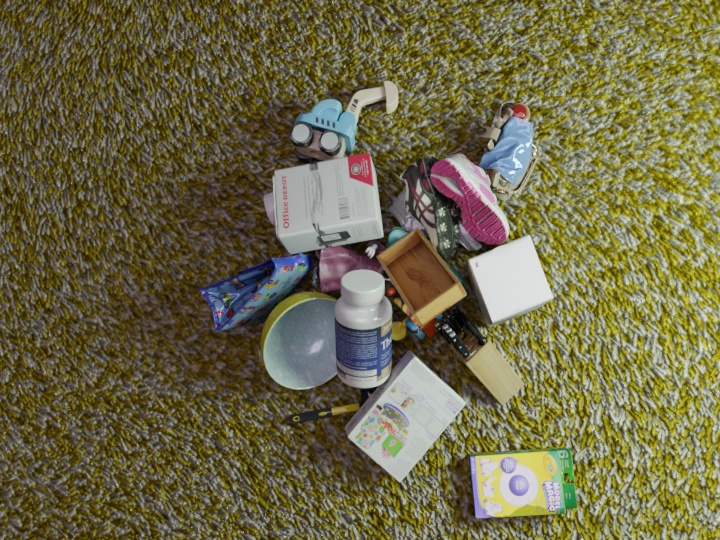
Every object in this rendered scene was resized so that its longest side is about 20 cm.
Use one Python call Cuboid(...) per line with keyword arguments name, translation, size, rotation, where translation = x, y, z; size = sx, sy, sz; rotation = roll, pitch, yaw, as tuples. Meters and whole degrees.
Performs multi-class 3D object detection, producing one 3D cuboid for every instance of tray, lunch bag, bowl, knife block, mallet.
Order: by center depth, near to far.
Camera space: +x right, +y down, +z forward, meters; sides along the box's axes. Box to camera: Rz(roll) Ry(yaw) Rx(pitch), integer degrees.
Cuboid(name="tray", translation=(0.106, 0.008, 1.266), size=(0.098, 0.037, 0.201), rotation=(-34, 35, 3))
Cuboid(name="knife block", translation=(0.223, 0.160, 1.308), size=(0.064, 0.176, 0.201), rotation=(-41, 79, 2))
Cuboid(name="lunch bag", translation=(-0.185, 0.027, 1.372), size=(0.198, 0.150, 0.096), rotation=(-31, 79, 23))
Cuboid(name="bowl", translation=(-0.116, 0.121, 1.389), size=(0.201, 0.200, 0.108), rotation=(-47, 36, 0))
Cuboid(name="mallet", translation=(-0.050, 0.272, 1.410), size=(0.194, 0.041, 0.068), rotation=(-5, 83, 12))

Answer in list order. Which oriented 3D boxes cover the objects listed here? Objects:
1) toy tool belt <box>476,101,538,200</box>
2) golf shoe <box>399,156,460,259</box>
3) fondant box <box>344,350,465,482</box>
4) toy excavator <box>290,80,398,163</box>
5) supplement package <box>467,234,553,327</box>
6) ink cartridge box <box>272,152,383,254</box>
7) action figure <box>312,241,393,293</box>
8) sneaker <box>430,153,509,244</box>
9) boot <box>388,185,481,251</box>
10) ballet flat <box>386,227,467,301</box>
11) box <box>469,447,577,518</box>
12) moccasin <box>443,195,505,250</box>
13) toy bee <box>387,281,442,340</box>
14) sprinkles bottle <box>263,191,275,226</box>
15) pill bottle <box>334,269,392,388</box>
Cuboid(name="toy tool belt", translation=(0.292, -0.247, 1.374), size=(0.122, 0.123, 0.205), rotation=(19, 86, 10))
Cuboid(name="golf shoe", translation=(0.135, -0.114, 1.354), size=(0.087, 0.076, 0.206), rotation=(-20, 76, 38))
Cuboid(name="fondant box", translation=(0.085, 0.280, 1.350), size=(0.144, 0.058, 0.201), rotation=(41, 89, -12))
Cuboid(name="toy excavator", translation=(-0.033, -0.317, 1.454), size=(0.190, 0.100, 0.205), rotation=(17, 77, 9))
Cuboid(name="supplement package", translation=(0.273, 0.027, 1.305), size=(0.119, 0.200, 0.123), rotation=(-21, 80, 6))
Cuboid(name="ink cartridge box", translation=(-0.063, -0.128, 1.351), size=(0.194, 0.084, 0.149), rotation=(-9, 67, 8))
Cuboid(name="action figure", translation=(0.000, 0.000, 1.418), size=(0.194, 0.149, 0.138), rotation=(5, 108, -10))
Cuboid(name="sneaker", translation=(0.220, -0.142, 1.321), size=(0.081, 0.088, 0.202), rotation=(-25, 107, 44))
Cuboid(name="boot", translation=(0.147, -0.086, 1.412), size=(0.200, 0.073, 0.096), rotation=(45, 100, 17))
Cuboid(name="ballet flat", translation=(0.129, -0.011, 1.393), size=(0.199, 0.070, 0.068), rotation=(40, 101, -2))
Cuboid(name="box", translation=(0.310, 0.404, 1.332), size=(0.194, 0.048, 0.121), rotation=(-6, 83, 6))
Cuboid(name="moccasin", translation=(0.217, -0.128, 1.393), size=(0.073, 0.078, 0.204), rotation=(-32, 80, 4))
Cuboid(name="toy bee", translation=(0.105, 0.066, 1.330), size=(0.130, 0.201, 0.109), rotation=(-40, 73, -20))
Cuboid(name="sprinkles bottle", translation=(-0.100, -0.155, 1.451), size=(0.195, 0.068, 0.070), rotation=(-19, 81, 6))
Cuboid(name="pill bottle", translation=(0.006, 0.108, 1.311), size=(0.108, 0.112, 0.205), rotation=(4, 119, 9))
